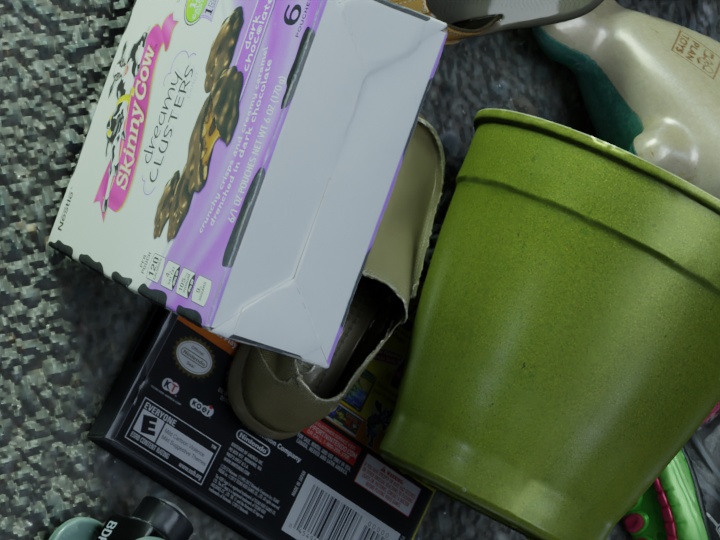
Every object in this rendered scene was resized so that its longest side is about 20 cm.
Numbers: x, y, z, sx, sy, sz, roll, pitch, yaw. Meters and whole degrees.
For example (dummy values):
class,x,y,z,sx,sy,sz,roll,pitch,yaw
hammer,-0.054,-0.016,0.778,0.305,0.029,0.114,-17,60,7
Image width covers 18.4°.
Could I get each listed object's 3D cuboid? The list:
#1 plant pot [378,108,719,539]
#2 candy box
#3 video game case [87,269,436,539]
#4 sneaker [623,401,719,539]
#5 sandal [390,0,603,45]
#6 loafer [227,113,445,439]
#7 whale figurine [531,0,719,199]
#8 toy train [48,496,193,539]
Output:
class,x,y,z,sx,sy,sz,roll,pitch,yaw
plant pot,0.109,0.045,1.197,0.200,0.200,0.193,30,84,-30
candy box,-0.061,-0.061,1.079,0.072,0.200,0.168,18,92,-31
video game case,-0.028,0.062,1.221,0.200,0.025,0.181,36,70,-27
sneaker,0.192,0.079,1.346,0.084,0.077,0.200,-18,109,-39
sandal,0.048,-0.151,1.224,0.200,0.055,0.082,-9,105,-8
loafer,0.000,0.000,1.185,0.076,0.067,0.200,31,72,-29
whale figurine,0.177,-0.089,1.329,0.200,0.104,0.159,37,37,-6
toy train,-0.134,0.213,1.116,0.114,0.085,0.200,51,61,-35
